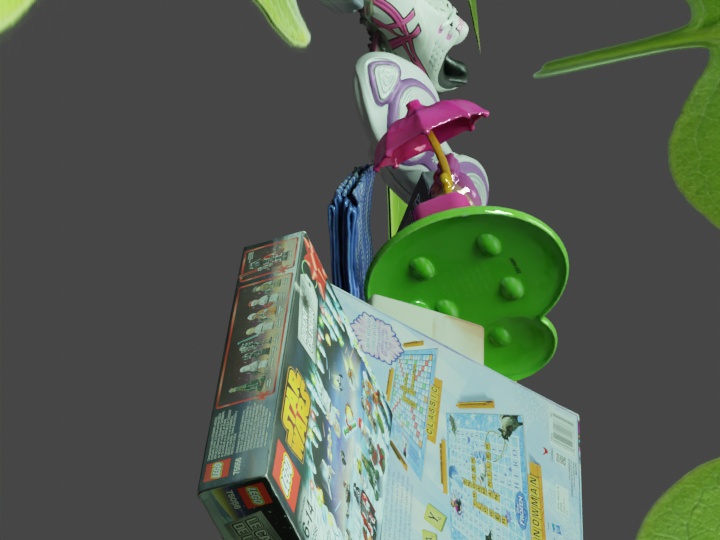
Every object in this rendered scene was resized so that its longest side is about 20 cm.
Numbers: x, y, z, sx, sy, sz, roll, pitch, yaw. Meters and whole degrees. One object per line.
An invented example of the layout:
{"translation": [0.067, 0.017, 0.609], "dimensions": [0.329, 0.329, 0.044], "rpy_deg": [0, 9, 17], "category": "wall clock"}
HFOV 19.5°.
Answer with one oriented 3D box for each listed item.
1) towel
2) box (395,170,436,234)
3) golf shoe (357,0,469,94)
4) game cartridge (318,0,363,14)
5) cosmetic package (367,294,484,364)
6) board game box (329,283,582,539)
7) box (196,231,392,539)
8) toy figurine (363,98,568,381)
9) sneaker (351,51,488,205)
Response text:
{"translation": [0.000, 0.000, 1.594], "dimensions": [0.200, 0.024, 0.145], "rpy_deg": [-61, 149, -78], "category": "towel"}
{"translation": [0.063, 0.023, 1.738], "dimensions": [0.200, 0.036, 0.143], "rpy_deg": [109, -30, -65], "category": "box"}
{"translation": [0.044, -0.222, 1.775], "dimensions": [0.200, 0.092, 0.073], "rpy_deg": [75, 15, -57], "category": "golf shoe"}
{"translation": [-0.023, -0.283, 1.444], "dimensions": [0.133, 0.041, 0.200], "rpy_deg": [-6, 94, -80], "category": "game cartridge"}
{"translation": [0.027, 0.124, 1.379], "dimensions": [0.200, 0.087, 0.103], "rpy_deg": [-83, -167, -49], "category": "cosmetic package"}
{"translation": [0.044, 0.126, 1.254], "dimensions": [0.041, 0.199, 0.200], "rpy_deg": [-47, -156, 35], "category": "board game box"}
{"translation": [-0.029, 0.092, 1.079], "dimensions": [0.200, 0.040, 0.137], "rpy_deg": [-84, 153, -53], "category": "box"}
{"translation": [0.076, -0.041, 1.591], "dimensions": [0.200, 0.150, 0.184], "rpy_deg": [57, 18, -45], "category": "toy figurine"}
{"translation": [0.030, -0.107, 1.755], "dimensions": [0.075, 0.100, 0.200], "rpy_deg": [-53, 136, -19], "category": "sneaker"}
